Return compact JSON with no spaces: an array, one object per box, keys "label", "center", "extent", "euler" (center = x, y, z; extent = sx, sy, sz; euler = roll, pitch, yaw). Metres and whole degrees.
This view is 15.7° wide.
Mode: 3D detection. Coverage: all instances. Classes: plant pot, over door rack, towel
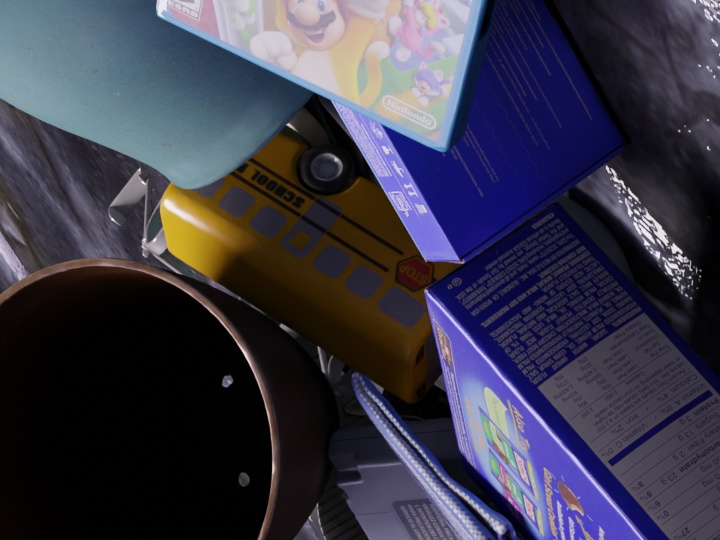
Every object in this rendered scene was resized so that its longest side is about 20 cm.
[{"label":"plant pot","center":[-0.108,-0.147,1.231],"extent":[0.188,0.201,0.200],"euler":[41,168,-22]},{"label":"over door rack","center":[-0.065,-0.006,1.511],"extent":[0.147,0.067,0.200],"euler":[38,179,-14]},{"label":"towel","center":[0.074,0.142,1.240],"extent":[0.200,0.024,0.145],"euler":[55,175,-39]},{"label":"plant pot","center":[-0.089,0.085,1.336],"extent":[0.187,0.187,0.200],"euler":[51,-163,12]}]

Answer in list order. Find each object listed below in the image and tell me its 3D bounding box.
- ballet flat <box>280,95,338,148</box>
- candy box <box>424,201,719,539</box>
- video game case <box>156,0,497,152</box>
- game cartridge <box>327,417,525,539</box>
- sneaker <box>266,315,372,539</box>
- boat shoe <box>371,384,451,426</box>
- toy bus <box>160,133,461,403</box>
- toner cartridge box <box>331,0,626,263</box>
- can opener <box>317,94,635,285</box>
[{"label":"ballet flat","center":[-0.047,-0.095,1.377],"extent":[0.070,0.067,0.201],"euler":[20,146,36]},{"label":"candy box","center":[0.120,0.096,1.084],"extent":[0.200,0.077,0.169],"euler":[50,167,28]},{"label":"video game case","center":[-0.004,-0.158,1.010],"extent":[0.142,0.018,0.201],"euler":[27,128,17]},{"label":"game cartridge","center":[0.078,0.144,1.352],"extent":[0.201,0.132,0.042],"euler":[61,-153,-42]},{"label":"sneaker","center":[-0.021,0.114,1.665],"extent":[0.201,0.074,0.088],"euler":[64,166,3]},{"label":"boat shoe","center":[0.081,0.126,1.414],"extent":[0.072,0.071,0.200],"euler":[-21,129,34]},{"label":"toy bus","center":[0.000,0.000,1.323],"extent":[0.199,0.078,0.065],"euler":[32,154,19]},{"label":"toner cartridge box","center":[0.022,-0.112,1.100],"extent":[0.201,0.095,0.043],"euler":[60,162,-11]},{"label":"can opener","center":[0.060,-0.038,1.226],"extent":[0.200,0.052,0.067],"euler":[46,126,24]}]
